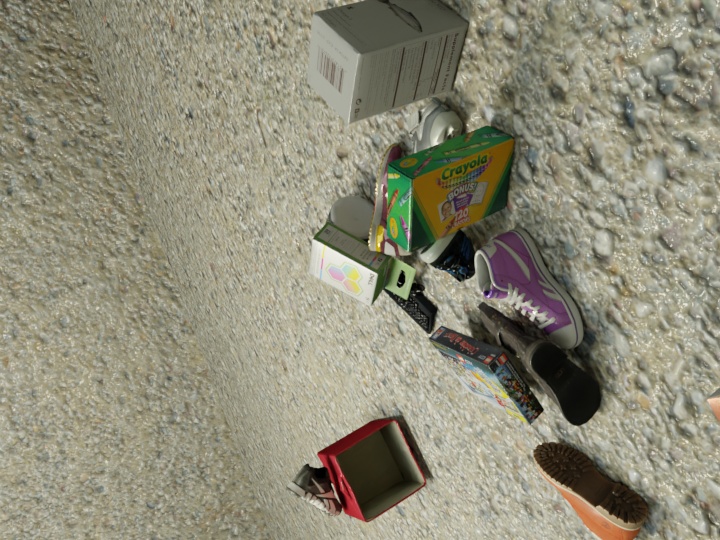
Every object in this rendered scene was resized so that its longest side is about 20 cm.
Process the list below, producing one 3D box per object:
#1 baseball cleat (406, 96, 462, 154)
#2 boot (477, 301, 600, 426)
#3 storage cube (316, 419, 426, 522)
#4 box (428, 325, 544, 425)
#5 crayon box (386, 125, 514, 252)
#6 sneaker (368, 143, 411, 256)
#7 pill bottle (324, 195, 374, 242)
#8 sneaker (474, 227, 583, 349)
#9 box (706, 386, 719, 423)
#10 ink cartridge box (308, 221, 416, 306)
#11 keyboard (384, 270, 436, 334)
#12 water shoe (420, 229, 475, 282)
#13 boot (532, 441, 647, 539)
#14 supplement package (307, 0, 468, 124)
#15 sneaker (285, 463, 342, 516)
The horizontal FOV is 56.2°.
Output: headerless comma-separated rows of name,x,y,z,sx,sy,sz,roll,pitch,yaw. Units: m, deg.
baseball cleat,0.109,-0.191,1.117,0.107,0.069,0.201,56,141,31
boot,0.278,0.139,1.064,0.200,0.069,0.174,50,177,-24
storage cube,0.024,0.476,1.626,0.172,0.199,0.180,63,158,3
box,0.210,0.174,1.156,0.137,0.038,0.200,54,167,-20
crayon box,0.130,-0.121,0.978,0.058,0.199,0.120,38,142,40
sneaker,0.071,-0.126,1.225,0.089,0.075,0.202,10,108,7
pill bottle,-0.034,-0.056,1.406,0.107,0.106,0.201,55,150,18
sneaker,0.240,0.044,1.009,0.202,0.114,0.073,58,149,12
box,0.486,0.148,0.683,0.125,0.097,0.200,62,152,7
ink cartridge box,0.000,0.000,1.294,0.199,0.059,0.104,28,143,13
keyboard,0.074,0.042,1.367,0.200,0.039,0.105,43,145,35
water shoe,0.155,-0.024,1.068,0.072,0.200,0.079,-45,80,17
boot,0.360,0.368,1.097,0.200,0.075,0.108,37,145,40
supplement package,0.037,-0.317,0.987,0.117,0.199,0.118,48,147,29
sneaker,-0.089,0.513,1.585,0.066,0.091,0.200,17,158,44
